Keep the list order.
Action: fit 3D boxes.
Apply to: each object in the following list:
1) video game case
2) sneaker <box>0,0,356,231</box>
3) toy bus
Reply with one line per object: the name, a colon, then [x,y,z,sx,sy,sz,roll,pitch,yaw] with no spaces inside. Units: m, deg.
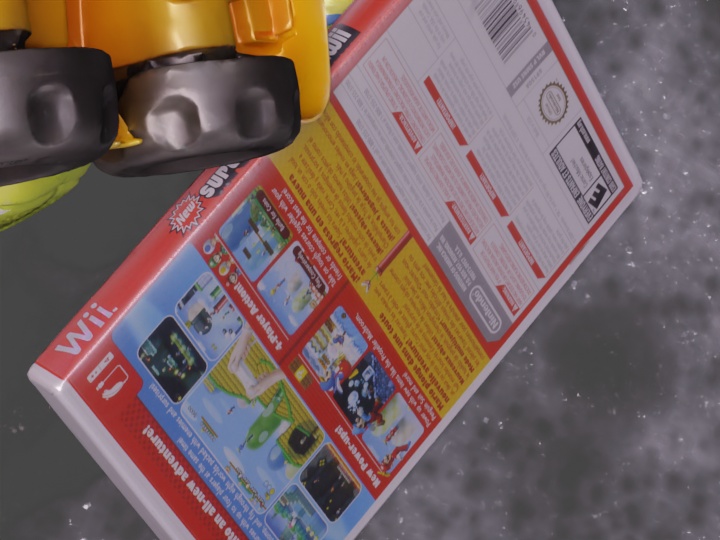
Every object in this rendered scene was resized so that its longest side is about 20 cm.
video game case: [0.000,0.000,0.869,0.200,0.017,0.143,-50,137,-16]
sneaker: [-0.069,-0.087,0.868,0.199,0.076,0.106,-25,92,-17]
toy bus: [-0.129,-0.077,0.766,0.200,0.191,0.137,-5,82,-57]
